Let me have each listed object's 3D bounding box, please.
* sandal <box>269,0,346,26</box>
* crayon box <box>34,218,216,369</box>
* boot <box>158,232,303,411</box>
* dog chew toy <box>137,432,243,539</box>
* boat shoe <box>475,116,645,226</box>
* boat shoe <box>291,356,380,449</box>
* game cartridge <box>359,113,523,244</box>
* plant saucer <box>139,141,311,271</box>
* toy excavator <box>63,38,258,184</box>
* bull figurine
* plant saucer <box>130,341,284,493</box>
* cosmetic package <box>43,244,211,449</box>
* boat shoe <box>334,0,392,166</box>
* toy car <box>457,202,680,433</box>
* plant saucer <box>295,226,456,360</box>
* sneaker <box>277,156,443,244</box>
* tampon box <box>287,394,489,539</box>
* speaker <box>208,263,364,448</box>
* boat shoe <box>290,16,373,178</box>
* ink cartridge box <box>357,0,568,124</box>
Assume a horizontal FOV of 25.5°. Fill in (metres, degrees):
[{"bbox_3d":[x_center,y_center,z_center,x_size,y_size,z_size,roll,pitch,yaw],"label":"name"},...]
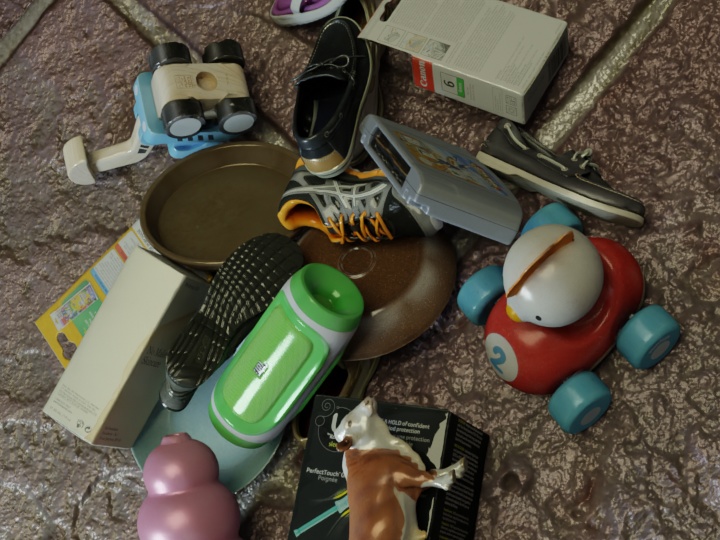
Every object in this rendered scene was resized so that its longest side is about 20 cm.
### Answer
[{"bbox_3d":[-0.051,-0.316,1.750,0.202,0.050,0.083,-17,45,54],"label":"sandal"},{"bbox_3d":[-0.256,0.039,1.789,0.200,0.052,0.126,-43,62,6],"label":"crayon box"},{"bbox_3d":[-0.143,0.052,1.654,0.068,0.131,0.201,39,72,1],"label":"boot"},{"bbox_3d":[-0.172,0.266,1.620,0.123,0.124,0.203,-9,90,21],"label":"dog chew toy"},{"bbox_3d":[0.207,-0.102,1.609,0.199,0.072,0.063,26,89,33],"label":"boat shoe"},{"bbox_3d":[-0.025,0.094,1.657,0.073,0.066,0.203,3,75,26],"label":"boat shoe"},{"bbox_3d":[0.082,-0.091,1.564,0.042,0.132,0.200,-68,24,18],"label":"game cartridge"},{"bbox_3d":[-0.142,-0.068,1.735,0.197,0.030,0.202,-5,44,5],"label":"plant saucer"},{"bbox_3d":[-0.229,-0.163,1.817,0.192,0.200,0.101,-5,63,-24],"label":"toy excavator"},{"bbox_3d":[0.032,0.217,1.450,0.120,0.065,0.203,-5,72,20],"label":"bull figurine"},{"bbox_3d":[-0.158,0.151,1.717,0.198,0.039,0.204,-8,70,22],"label":"plant saucer"},{"bbox_3d":[-0.241,0.083,1.686,0.073,0.103,0.202,31,92,18],"label":"cosmetic package"},{"bbox_3d":[-0.014,-0.218,1.747,0.074,0.068,0.203,0,74,24],"label":"boat shoe"},{"bbox_3d":[0.176,0.025,1.511,0.177,0.200,0.185,-43,62,6],"label":"toy car"},{"bbox_3d":[0.000,0.000,1.653,0.198,0.037,0.202,-9,50,11],"label":"plant saucer"},{"bbox_3d":[-0.001,-0.060,1.631,0.198,0.079,0.078,14,58,39],"label":"sneaker"},{"bbox_3d":[0.026,0.238,1.555,0.148,0.126,0.203,5,75,25],"label":"tampon box"},{"bbox_3d":[-0.076,0.088,1.589,0.089,0.088,0.201,55,127,27],"label":"speaker"},{"bbox_3d":[-0.032,-0.192,1.656,0.074,0.062,0.202,-10,53,25],"label":"boat shoe"},{"bbox_3d":[0.108,-0.237,1.678,0.198,0.051,0.110,22,61,22],"label":"ink cartridge box"}]
